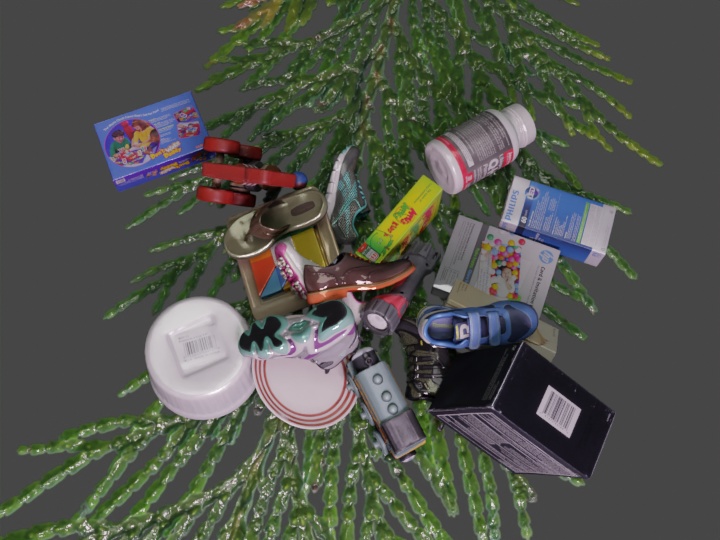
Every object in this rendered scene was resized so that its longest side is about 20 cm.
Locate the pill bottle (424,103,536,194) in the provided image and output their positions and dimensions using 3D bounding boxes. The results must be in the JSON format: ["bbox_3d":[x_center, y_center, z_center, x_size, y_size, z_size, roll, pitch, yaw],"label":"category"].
[{"bbox_3d":[0.230,-0.237,1.552,0.199,0.111,0.111,-30,71,-13],"label":"pill bottle"}]

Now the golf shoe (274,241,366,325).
[{"bbox_3d":[-0.068,0.022,1.400,0.091,0.075,0.201,-41,104,-17],"label":"golf shoe"}]

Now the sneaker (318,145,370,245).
[{"bbox_3d":[-0.021,-0.135,1.527,0.090,0.078,0.202,15,77,1],"label":"sneaker"}]

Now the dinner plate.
[{"bbox_3d":[-0.093,0.173,1.391,0.198,0.024,0.202,11,62,-21],"label":"dinner plate"}]

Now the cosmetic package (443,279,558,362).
[{"bbox_3d":[0.232,0.103,1.397,0.198,0.074,0.104,25,24,5],"label":"cosmetic package"}]

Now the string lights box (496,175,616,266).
[{"bbox_3d":[0.363,-0.093,1.522,0.198,0.059,0.104,19,67,6],"label":"string lights box"}]

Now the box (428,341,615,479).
[{"bbox_3d":[0.247,0.220,1.279,0.199,0.198,0.124,37,67,-14],"label":"box"}]

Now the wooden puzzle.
[{"bbox_3d":[-0.132,-0.030,1.455,0.183,0.037,0.202,-20,80,5],"label":"wooden puzzle"}]

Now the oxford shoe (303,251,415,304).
[{"bbox_3d":[0.000,0.000,1.356,0.198,0.071,0.073,-14,91,-24],"label":"oxford shoe"}]

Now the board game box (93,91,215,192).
[{"bbox_3d":[-0.396,-0.250,1.576,0.198,0.045,0.136,-21,69,-10],"label":"board game box"}]

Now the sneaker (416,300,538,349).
[{"bbox_3d":[0.185,0.092,1.306,0.197,0.082,0.075,-5,96,11],"label":"sneaker"}]

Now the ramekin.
[{"bbox_3d":[-0.269,0.143,1.385,0.198,0.098,0.203,0,67,-1],"label":"ramekin"}]

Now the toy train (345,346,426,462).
[{"bbox_3d":[0.040,0.218,1.344,0.084,0.114,0.202,-24,78,-13],"label":"toy train"}]

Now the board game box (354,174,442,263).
[{"bbox_3d":[0.068,-0.069,1.481,0.047,0.102,0.200,36,71,14],"label":"board game box"}]

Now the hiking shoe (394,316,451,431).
[{"bbox_3d":[0.107,0.171,1.394,0.100,0.076,0.201,-33,72,-18],"label":"hiking shoe"}]

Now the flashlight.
[{"bbox_3d":[0.069,0.027,1.439,0.068,0.068,0.201,44,50,-14],"label":"flashlight"}]

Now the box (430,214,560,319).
[{"bbox_3d":[0.246,0.004,1.489,0.198,0.041,0.157,21,69,6],"label":"box"}]

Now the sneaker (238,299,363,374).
[{"bbox_3d":[-0.090,0.131,1.343,0.198,0.140,0.078,-13,49,13],"label":"sneaker"}]

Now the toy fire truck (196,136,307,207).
[{"bbox_3d":[-0.188,-0.167,1.462,0.166,0.200,0.114,11,95,22],"label":"toy fire truck"}]

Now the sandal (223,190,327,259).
[{"bbox_3d":[-0.154,-0.090,1.427,0.199,0.057,0.080,-28,74,3],"label":"sandal"}]
